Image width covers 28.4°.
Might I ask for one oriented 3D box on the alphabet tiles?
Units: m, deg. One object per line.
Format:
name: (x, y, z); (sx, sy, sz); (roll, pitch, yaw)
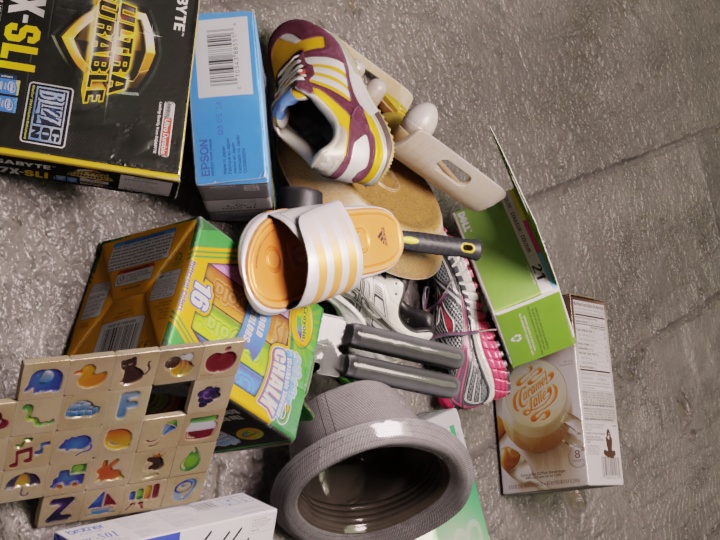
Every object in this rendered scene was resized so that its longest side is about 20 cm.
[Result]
alphabet tiles: (-0.190, 0.121, 1.020); (0.198, 0.168, 0.008); (-4, 41, -31)

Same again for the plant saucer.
plant saucer: (0.010, -0.079, 1.334); (0.199, 0.035, 0.201); (32, 29, -21)

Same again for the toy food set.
toy food set: (0.049, -0.149, 1.385); (0.143, 0.061, 0.200); (30, 17, -43)

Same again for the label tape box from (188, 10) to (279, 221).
label tape box: (-0.109, -0.121, 1.230); (0.200, 0.063, 0.146); (94, -9, -80)

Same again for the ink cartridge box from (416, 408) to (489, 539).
ink cartridge box: (0.043, 0.233, 1.357); (0.199, 0.050, 0.163); (-16, 92, -54)

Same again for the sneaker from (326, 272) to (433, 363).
sneaker: (0.000, 0.000, 1.321); (0.201, 0.087, 0.076); (56, 19, -30)

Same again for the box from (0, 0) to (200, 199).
box: (-0.206, -0.164, 1.087); (0.158, 0.049, 0.202); (8, 70, -9)

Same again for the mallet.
mallet: (0.017, -0.039, 1.247); (0.198, 0.041, 0.067); (-1, 88, -24)

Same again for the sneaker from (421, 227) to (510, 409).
sneaker: (0.088, 0.043, 1.448); (0.081, 0.074, 0.202); (98, -28, -81)

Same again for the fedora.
fedora: (0.002, 0.163, 1.251); (0.200, 0.176, 0.091); (41, 23, -50)

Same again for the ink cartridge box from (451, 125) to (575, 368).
ink cartridge box: (0.144, -0.023, 1.436); (0.201, 0.075, 0.149); (63, 7, -48)

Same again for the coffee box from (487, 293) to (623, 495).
coffee box: (0.209, 0.136, 1.537); (0.079, 0.114, 0.202); (10, 72, -49)

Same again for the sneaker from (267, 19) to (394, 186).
sneaker: (-0.046, -0.159, 1.264); (0.090, 0.075, 0.201); (7, 39, -44)

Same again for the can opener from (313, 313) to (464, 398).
can opener: (-0.007, 0.074, 1.269); (0.198, 0.067, 0.054); (14, 79, -21)

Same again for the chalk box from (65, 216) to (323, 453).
chalk box: (-0.116, 0.067, 1.143); (0.200, 0.124, 0.125); (39, 53, -40)

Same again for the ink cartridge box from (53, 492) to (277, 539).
ink cartridge box: (-0.151, 0.235, 1.092); (0.199, 0.044, 0.095); (-1, 104, -51)

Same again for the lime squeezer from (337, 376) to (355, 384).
lime squeezer: (-0.035, 0.054, 1.299); (0.201, 0.070, 0.038); (79, 5, -49)

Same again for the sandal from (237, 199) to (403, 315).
sandal: (-0.017, -0.022, 1.142); (0.206, 0.059, 0.080); (-19, 95, -50)
